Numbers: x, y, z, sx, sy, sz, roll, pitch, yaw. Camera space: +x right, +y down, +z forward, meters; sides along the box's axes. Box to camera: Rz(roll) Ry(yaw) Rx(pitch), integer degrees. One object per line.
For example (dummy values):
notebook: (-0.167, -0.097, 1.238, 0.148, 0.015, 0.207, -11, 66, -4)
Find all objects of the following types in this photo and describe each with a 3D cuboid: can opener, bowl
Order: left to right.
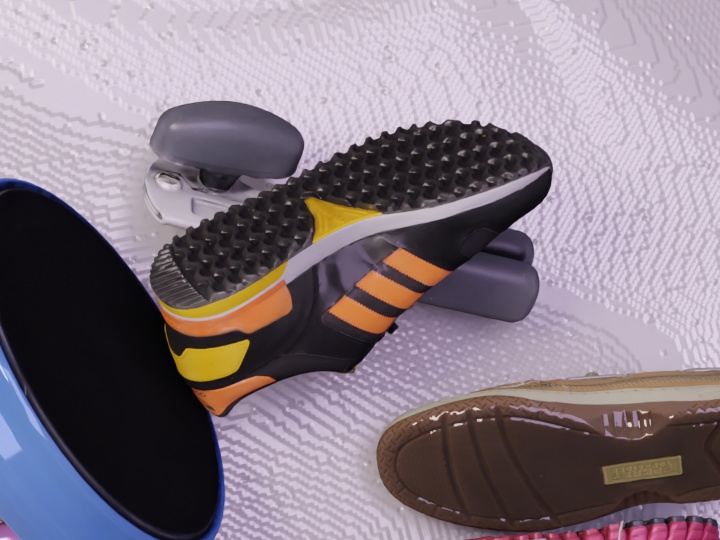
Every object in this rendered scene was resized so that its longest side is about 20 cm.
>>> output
bowl: (-0.127, 0.048, 1.299, 0.039, 0.201, 0.201, -30, 86, 17)
can opener: (-0.006, -0.030, 1.406, 0.200, 0.067, 0.053, 13, 34, -13)

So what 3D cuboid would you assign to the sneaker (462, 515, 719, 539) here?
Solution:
sneaker: (0.082, 0.160, 1.386, 0.200, 0.081, 0.075, -4, 81, -16)

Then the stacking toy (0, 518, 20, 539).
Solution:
stacking toy: (-0.144, 0.190, 1.322, 0.085, 0.085, 0.200, -8, 85, -17)

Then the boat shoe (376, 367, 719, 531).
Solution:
boat shoe: (0.108, 0.079, 1.421, 0.200, 0.076, 0.072, -1, 114, 1)

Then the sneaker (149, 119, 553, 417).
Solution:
sneaker: (0.000, 0.000, 1.369, 0.200, 0.070, 0.090, -23, 128, -18)
